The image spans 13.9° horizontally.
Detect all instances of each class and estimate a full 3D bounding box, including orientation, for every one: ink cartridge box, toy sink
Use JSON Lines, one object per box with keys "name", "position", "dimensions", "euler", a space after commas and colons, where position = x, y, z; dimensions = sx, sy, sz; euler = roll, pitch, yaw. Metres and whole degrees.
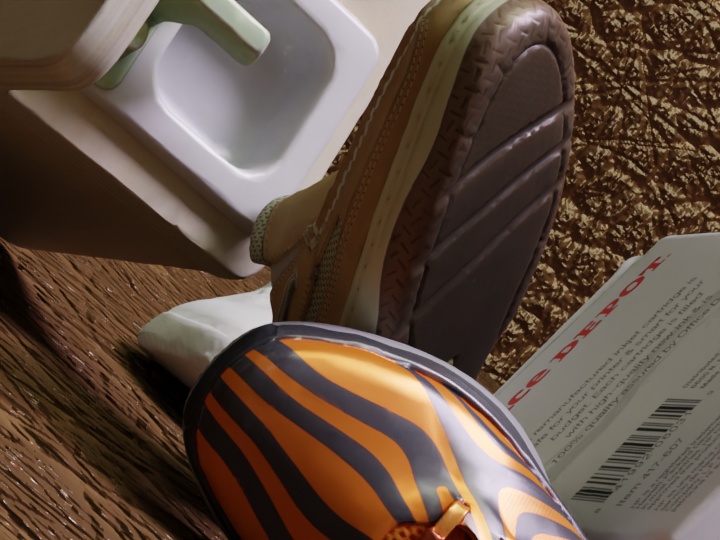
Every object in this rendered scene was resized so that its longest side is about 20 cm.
{"name": "ink cartridge box", "position": [0.114, 0.061, 0.899], "dimensions": [0.084, 0.146, 0.200], "euler": [52, -18, -13]}
{"name": "toy sink", "position": [-0.060, -0.080, 0.879], "dimensions": [0.112, 0.131, 0.200], "euler": [40, -18, -28]}

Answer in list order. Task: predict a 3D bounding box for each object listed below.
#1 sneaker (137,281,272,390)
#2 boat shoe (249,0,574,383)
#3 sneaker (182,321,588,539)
{"name": "sneaker", "position": [-0.016, 0.018, 1.015], "dimensions": [0.075, 0.089, 0.200], "euler": [43, 3, 5]}
{"name": "boat shoe", "position": [0.000, 0.000, 0.819], "dimensions": [0.076, 0.201, 0.072], "euler": [37, 39, 29]}
{"name": "sneaker", "position": [0.042, 0.092, 0.743], "dimensions": [0.200, 0.078, 0.112], "euler": [41, 1, -16]}
